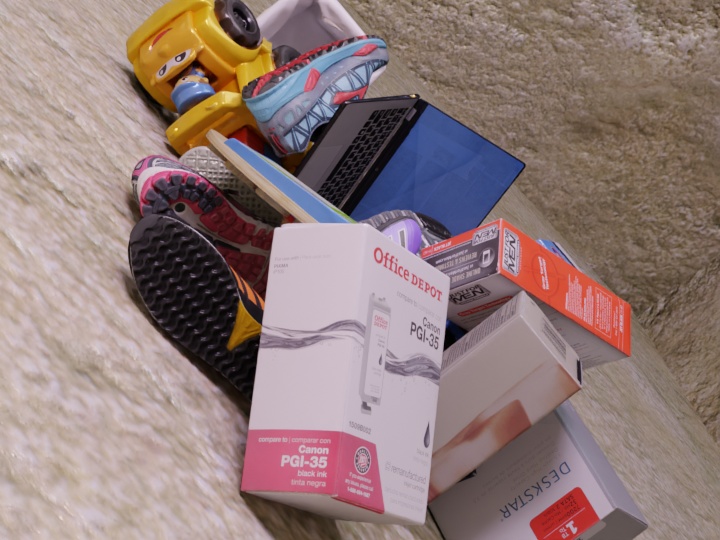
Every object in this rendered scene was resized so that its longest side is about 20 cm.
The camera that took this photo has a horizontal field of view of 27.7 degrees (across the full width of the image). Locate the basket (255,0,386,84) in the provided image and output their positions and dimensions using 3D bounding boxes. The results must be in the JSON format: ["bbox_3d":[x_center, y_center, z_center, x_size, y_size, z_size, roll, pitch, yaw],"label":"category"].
[{"bbox_3d":[-0.088,-0.221,1.634,0.136,0.200,0.123,48,6,-15],"label":"basket"}]

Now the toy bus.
[{"bbox_3d":[-0.137,-0.153,1.460,0.200,0.136,0.192,40,32,-34],"label":"toy bus"}]

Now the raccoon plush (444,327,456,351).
[{"bbox_3d":[0.016,0.105,1.405,0.097,0.134,0.200,40,-26,26],"label":"raccoon plush"}]

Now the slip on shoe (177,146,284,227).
[{"bbox_3d":[-0.097,-0.030,1.347,0.200,0.074,0.061,50,-2,-2],"label":"slip on shoe"}]

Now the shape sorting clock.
[{"bbox_3d":[-0.053,-0.052,1.239,0.200,0.039,0.200,36,3,-2],"label":"shape sorting clock"}]

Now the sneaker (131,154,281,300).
[{"bbox_3d":[-0.115,-0.032,1.260,0.200,0.081,0.075,45,3,-35],"label":"sneaker"}]

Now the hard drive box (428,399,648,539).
[{"bbox_3d":[0.145,0.194,1.351,0.077,0.156,0.200,35,19,-50],"label":"hard drive box"}]

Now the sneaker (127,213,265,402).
[{"bbox_3d":[-0.112,0.033,1.142,0.200,0.070,0.090,47,-2,-18],"label":"sneaker"}]

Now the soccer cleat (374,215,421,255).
[{"bbox_3d":[0.010,0.026,1.320,0.073,0.200,0.068,23,-42,26],"label":"soccer cleat"}]

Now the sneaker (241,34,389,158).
[{"bbox_3d":[-0.037,-0.170,1.449,0.200,0.079,0.096,-34,109,-43],"label":"sneaker"}]

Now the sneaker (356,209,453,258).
[{"bbox_3d":[0.000,0.000,1.457,0.200,0.115,0.075,-1,56,-40],"label":"sneaker"}]

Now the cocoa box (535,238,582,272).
[{"bbox_3d":[0.187,0.074,1.740,0.133,0.200,0.131,53,13,12],"label":"cocoa box"}]

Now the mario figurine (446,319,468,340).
[{"bbox_3d":[0.099,0.065,1.522,0.106,0.123,0.200,61,-31,1],"label":"mario figurine"}]

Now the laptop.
[{"bbox_3d":[0.028,-0.069,1.461,0.116,0.187,0.200,48,31,20],"label":"laptop"}]

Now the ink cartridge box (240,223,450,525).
[{"bbox_3d":[-0.008,0.078,1.081,0.147,0.083,0.200,30,62,-56],"label":"ink cartridge box"}]

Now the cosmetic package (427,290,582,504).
[{"bbox_3d":[0.090,0.118,1.273,0.087,0.200,0.103,50,14,-5],"label":"cosmetic package"}]

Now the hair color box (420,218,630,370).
[{"bbox_3d":[0.157,0.031,1.376,0.200,0.101,0.061,30,53,-37],"label":"hair color box"}]
